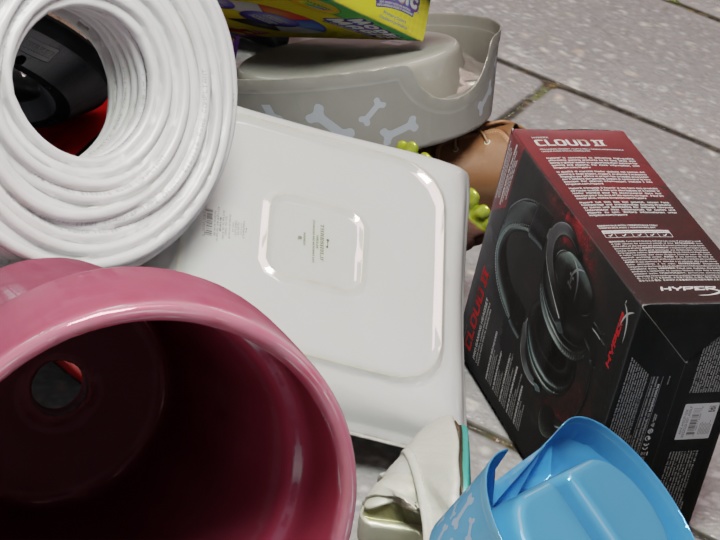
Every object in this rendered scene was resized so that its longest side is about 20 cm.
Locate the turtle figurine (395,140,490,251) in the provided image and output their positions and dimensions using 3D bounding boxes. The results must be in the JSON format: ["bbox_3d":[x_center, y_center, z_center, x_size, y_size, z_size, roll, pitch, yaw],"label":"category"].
[{"bbox_3d":[0.000,0.000,1.314,0.161,0.065,0.200,-34,50,-30],"label":"turtle figurine"}]

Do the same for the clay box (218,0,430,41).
[{"bbox_3d":[-0.046,-0.179,1.410,0.200,0.048,0.115,8,-6,41],"label":"clay box"}]

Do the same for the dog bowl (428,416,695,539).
[{"bbox_3d":[0.098,0.136,1.077,0.112,0.050,0.200,56,25,10],"label":"dog bowl"}]

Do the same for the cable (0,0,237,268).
[{"bbox_3d":[-0.154,-0.093,1.139,0.200,0.201,0.069,-30,18,-35],"label":"cable"}]

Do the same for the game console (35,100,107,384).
[{"bbox_3d":[-0.149,-0.005,1.262,0.172,0.119,0.200,-11,27,41],"label":"game console"}]

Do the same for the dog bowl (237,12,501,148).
[{"bbox_3d":[-0.006,-0.117,1.445,0.199,0.059,0.200,-6,16,2],"label":"dog bowl"}]

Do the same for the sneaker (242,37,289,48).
[{"bbox_3d":[-0.115,-0.188,1.592,0.200,0.073,0.112,24,34,34],"label":"sneaker"}]

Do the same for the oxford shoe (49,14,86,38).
[{"bbox_3d":[-0.209,-0.118,1.397,0.073,0.071,0.200,30,58,8],"label":"oxford shoe"}]

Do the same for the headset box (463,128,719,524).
[{"bbox_3d":[0.126,0.024,1.241,0.077,0.149,0.200,-1,34,-23],"label":"headset box"}]

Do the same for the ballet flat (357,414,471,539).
[{"bbox_3d":[0.029,0.138,1.106,0.069,0.070,0.200,7,34,-9],"label":"ballet flat"}]

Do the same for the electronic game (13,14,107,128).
[{"bbox_3d":[-0.235,-0.125,1.248,0.199,0.042,0.200,12,-13,3],"label":"electronic game"}]

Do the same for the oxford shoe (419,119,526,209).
[{"bbox_3d":[0.069,-0.069,1.452,0.199,0.071,0.071,11,32,5],"label":"oxford shoe"}]

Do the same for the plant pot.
[{"bbox_3d":[-0.124,0.081,1.035,0.199,0.201,0.179,-1,17,-22],"label":"plant pot"}]

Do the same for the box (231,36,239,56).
[{"bbox_3d":[-0.191,-0.144,1.510,0.199,0.039,0.137,14,32,2],"label":"box"}]

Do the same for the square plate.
[{"bbox_3d":[-0.029,-0.007,1.230,0.197,0.028,0.201,15,51,-16],"label":"square plate"}]
